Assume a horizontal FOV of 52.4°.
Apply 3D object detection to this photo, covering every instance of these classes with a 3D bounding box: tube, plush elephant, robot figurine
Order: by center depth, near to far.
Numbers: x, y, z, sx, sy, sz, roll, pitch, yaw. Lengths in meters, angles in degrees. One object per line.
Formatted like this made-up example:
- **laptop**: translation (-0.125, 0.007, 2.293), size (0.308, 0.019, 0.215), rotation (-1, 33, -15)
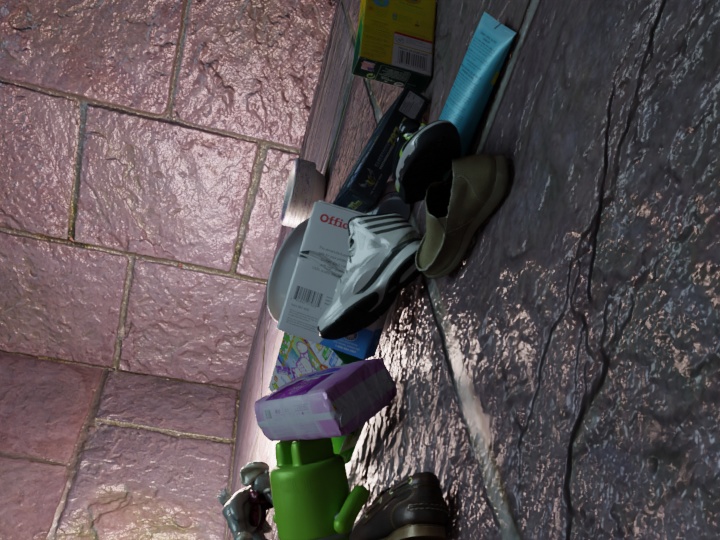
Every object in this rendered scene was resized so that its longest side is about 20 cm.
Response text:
- **tube**: translation (0.131, -0.209, 0.904), size (0.078, 0.050, 0.201), rotation (53, 132, 45)
- **robot figurine**: translation (-0.071, 0.348, 1.087), size (0.175, 0.115, 0.202), rotation (-16, 82, 45)
- **plush elephant**: translation (-0.241, 0.550, 1.743), size (0.155, 0.165, 0.200), rotation (-44, 49, -5)

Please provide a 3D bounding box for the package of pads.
- **package of pads**: translation (-0.054, 0.190, 1.058), size (0.199, 0.120, 0.076), rotation (-20, 93, 49)

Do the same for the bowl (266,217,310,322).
- **bowl**: translation (-0.070, 0.014, 1.288), size (0.201, 0.090, 0.202), rotation (-47, -31, -40)

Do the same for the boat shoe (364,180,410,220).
- **boat shoe**: translation (0.021, -0.068, 1.215), size (0.086, 0.074, 0.203), rotation (-93, 21, -48)

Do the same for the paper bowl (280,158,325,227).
- **paper bowl**: translation (-0.165, -0.223, 2.159), size (0.201, 0.104, 0.202), rotation (-169, 90, -79)

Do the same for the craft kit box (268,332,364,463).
- **craft kit box**: translation (-0.064, 0.186, 1.197), size (0.200, 0.048, 0.198), rotation (44, 134, 32)

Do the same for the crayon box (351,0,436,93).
- **crayon box**: translation (0.060, -0.404, 1.226), size (0.051, 0.126, 0.201), rotation (125, 155, -62)

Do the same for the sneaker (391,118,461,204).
- **sneaker**: translation (0.061, -0.140, 0.848), size (0.200, 0.071, 0.083), rotation (112, 139, -77)

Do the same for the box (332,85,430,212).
- **box**: translation (0.029, -0.187, 1.207), size (0.201, 0.051, 0.158), rotation (-61, 8, -12)

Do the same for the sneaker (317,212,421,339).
- **sneaker**: translation (0.000, 0.000, 1.022), size (0.200, 0.076, 0.116), rotation (-43, 59, 15)

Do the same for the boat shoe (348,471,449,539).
- **boat shoe**: translation (0.041, 0.278, 0.816), size (0.200, 0.070, 0.071), rotation (131, 142, -52)

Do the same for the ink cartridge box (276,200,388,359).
- **ink cartridge box**: translation (-0.021, 0.013, 1.093), size (0.084, 0.144, 0.201), rotation (10, -83, -77)

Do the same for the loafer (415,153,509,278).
- **loafer**: translation (0.102, -0.066, 0.846), size (0.200, 0.067, 0.076), rotation (118, 163, -47)
